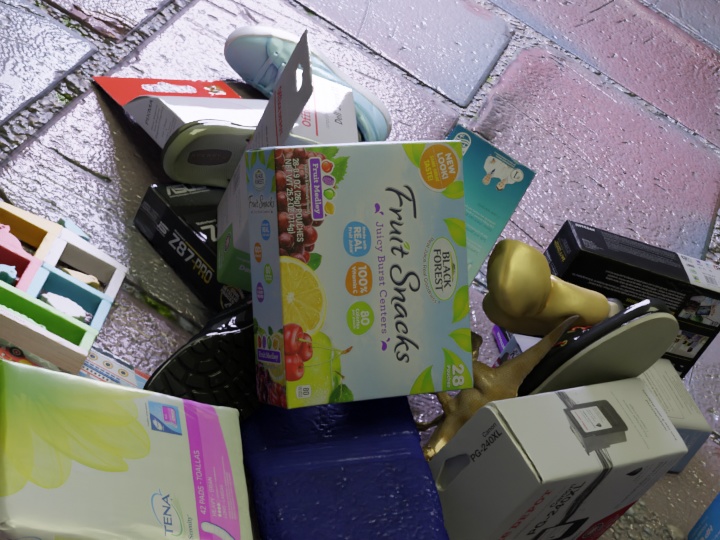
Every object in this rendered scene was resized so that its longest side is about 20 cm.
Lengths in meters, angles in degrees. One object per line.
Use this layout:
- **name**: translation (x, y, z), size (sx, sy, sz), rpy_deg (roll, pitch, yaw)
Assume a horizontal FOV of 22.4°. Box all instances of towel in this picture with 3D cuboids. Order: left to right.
- **towel**: translation (-0.016, 0.170, 1.434), size (0.146, 0.050, 0.201), rpy_deg (-5, 42, -12)

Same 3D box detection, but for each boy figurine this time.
- **boy figurine**: translation (0.159, 0.028, 1.607), size (0.200, 0.124, 0.065), rpy_deg (30, 66, -53)

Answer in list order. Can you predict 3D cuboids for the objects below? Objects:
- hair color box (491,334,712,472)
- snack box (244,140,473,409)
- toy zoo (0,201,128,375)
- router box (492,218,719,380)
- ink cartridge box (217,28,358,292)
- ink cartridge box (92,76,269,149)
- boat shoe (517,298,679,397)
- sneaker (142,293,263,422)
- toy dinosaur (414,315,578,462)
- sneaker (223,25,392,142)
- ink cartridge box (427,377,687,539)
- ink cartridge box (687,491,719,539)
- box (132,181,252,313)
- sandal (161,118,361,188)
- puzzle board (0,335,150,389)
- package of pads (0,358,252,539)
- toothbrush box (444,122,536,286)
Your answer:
- **hair color box**: translation (0.225, 0.127, 1.717), size (0.199, 0.061, 0.099), rpy_deg (11, 37, -33)
- **snack box**: translation (0.000, 0.000, 1.439), size (0.167, 0.202, 0.068), rpy_deg (-3, 4, -26)
- **toy zoo**: translation (-0.262, 0.004, 1.473), size (0.131, 0.021, 0.200), rpy_deg (27, 23, -8)
- **router box**: translation (0.250, 0.043, 1.772), size (0.199, 0.150, 0.051), rpy_deg (16, 34, -26)
- **ink cartridge box**: translation (-0.055, -0.089, 1.539), size (0.067, 0.201, 0.117), rpy_deg (18, 32, -17)
- **ink cartridge box**: translation (-0.144, -0.158, 1.754), size (0.162, 0.057, 0.200), rpy_deg (-2, 37, -38)
- **boat shoe**: translation (0.187, 0.077, 1.561), size (0.073, 0.201, 0.063), rpy_deg (20, 45, -35)
- **sneaker**: translation (-0.102, 0.068, 1.475), size (0.199, 0.087, 0.076), rpy_deg (-32, 106, -30)
- **toy dinosaur**: translation (0.108, 0.100, 1.566), size (0.058, 0.200, 0.101), rpy_deg (44, 5, -39)
- **sneaker**: translation (-0.057, -0.185, 1.894), size (0.199, 0.074, 0.082), rpy_deg (29, 28, -4)
- **ink cartridge box**: translation (0.150, 0.170, 1.500), size (0.199, 0.145, 0.084), rpy_deg (-5, 54, -45)
- **ink cartridge box**: translation (0.384, 0.296, 1.595), size (0.144, 0.085, 0.201), rpy_deg (20, 32, -19)
- **box**: translation (-0.084, -0.022, 1.662), size (0.161, 0.049, 0.199), rpy_deg (44, 33, 26)
- **sandal**: translation (-0.085, -0.097, 1.652), size (0.200, 0.080, 0.057), rpy_deg (-8, 38, -33)
- **puzzle board**: translation (-0.251, 0.082, 1.394), size (0.199, 0.017, 0.151), rpy_deg (29, 31, -6)
- **package of pads**: translation (-0.176, 0.156, 1.291), size (0.199, 0.068, 0.155), rpy_deg (14, 43, -25)
- **toothbrush box**: translation (0.059, -0.011, 1.587), size (0.085, 0.201, 0.146), rpy_deg (30, -9, -1)
